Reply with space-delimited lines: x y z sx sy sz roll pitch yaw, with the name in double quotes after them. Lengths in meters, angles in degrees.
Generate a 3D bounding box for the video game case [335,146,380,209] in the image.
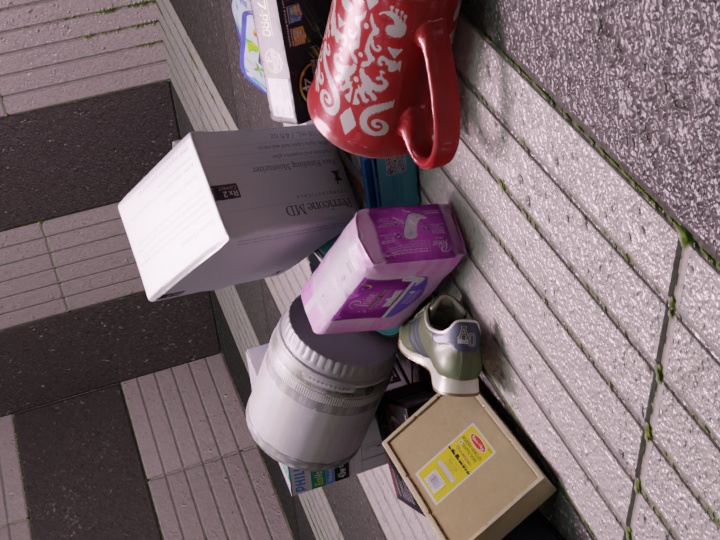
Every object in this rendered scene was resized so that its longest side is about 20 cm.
-0.011 -0.123 1.236 0.143 0.018 0.200 -123 19 -49 "video game case"

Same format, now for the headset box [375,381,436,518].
0.082 0.227 1.352 0.200 0.075 0.149 175 80 -76 "headset box"

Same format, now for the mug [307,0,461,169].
0.045 -0.206 0.975 0.177 0.133 0.200 32 148 12 "mug"

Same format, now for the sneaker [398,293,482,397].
0.093 0.067 1.179 0.200 0.067 0.090 -129 42 -71 "sneaker"

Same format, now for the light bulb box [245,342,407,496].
-0.042 0.193 1.545 0.125 0.200 0.198 87 161 -44 "light bulb box"

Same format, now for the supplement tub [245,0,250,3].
-0.094 -0.417 1.185 0.145 0.145 0.200 158 96 -76 "supplement tub"

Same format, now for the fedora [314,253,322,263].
-0.027 -0.069 1.421 0.177 0.090 0.200 146 107 -76 "fedora"

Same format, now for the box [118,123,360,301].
-0.143 -0.069 1.237 0.200 0.199 0.131 -32 76 47 "box"

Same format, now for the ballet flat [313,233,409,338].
0.000 0.000 1.323 0.200 0.073 0.073 51 161 13 "ballet flat"

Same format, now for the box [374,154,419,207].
0.009 -0.153 1.271 0.200 0.049 0.082 -124 22 -52 "box"

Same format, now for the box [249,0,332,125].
-0.038 -0.270 1.094 0.049 0.161 0.200 13 121 42 "box"

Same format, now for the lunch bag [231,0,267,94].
-0.092 -0.309 1.335 0.170 0.127 0.200 114 139 -70 "lunch bag"

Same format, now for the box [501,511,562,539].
0.171 0.371 1.098 0.148 0.104 0.200 -136 33 -66 "box"

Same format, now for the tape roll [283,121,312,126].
-0.099 -0.285 1.584 0.203 0.037 0.203 164 90 -76 "tape roll"

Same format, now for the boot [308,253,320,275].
-0.054 -0.055 1.599 0.198 0.073 0.163 153 104 -77 "boot"

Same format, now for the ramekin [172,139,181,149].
-0.405 -0.247 2.701 0.200 0.105 0.200 164 90 -77 "ramekin"

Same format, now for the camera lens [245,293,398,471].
-0.051 0.145 1.349 0.160 0.160 0.200 61 140 43 "camera lens"

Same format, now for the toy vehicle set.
0.110 0.207 1.123 0.027 0.124 0.200 47 -176 -34 "toy vehicle set"

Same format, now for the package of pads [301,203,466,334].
0.020 0.003 1.167 0.200 0.120 0.076 127 132 -57 "package of pads"
